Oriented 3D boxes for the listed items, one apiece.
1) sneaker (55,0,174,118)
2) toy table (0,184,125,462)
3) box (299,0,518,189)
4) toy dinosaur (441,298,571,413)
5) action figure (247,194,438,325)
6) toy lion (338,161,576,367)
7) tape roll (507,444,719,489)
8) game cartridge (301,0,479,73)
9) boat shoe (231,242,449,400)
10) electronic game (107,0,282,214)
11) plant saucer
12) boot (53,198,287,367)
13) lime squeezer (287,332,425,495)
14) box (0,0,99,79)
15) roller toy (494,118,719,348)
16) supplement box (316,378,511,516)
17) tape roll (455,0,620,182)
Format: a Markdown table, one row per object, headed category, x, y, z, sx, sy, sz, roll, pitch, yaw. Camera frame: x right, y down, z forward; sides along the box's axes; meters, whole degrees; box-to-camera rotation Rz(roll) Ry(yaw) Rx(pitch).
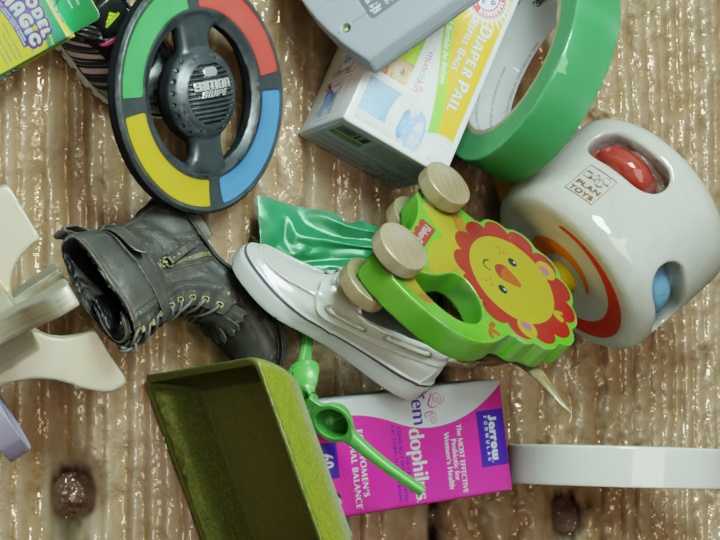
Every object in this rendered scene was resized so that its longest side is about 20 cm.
| category | x | y | z | sx | sy | sz | roll | pitch | yaw |
| --- | --- | --- | --- | --- | --- | --- | --- | --- | --- |
| sneaker | -0.212 | -0.200 | 1.676 | 0.200 | 0.087 | 0.074 | 41 | 71 | -17 |
| toy table | -0.282 | 0.037 | 1.586 | 0.117 | 0.184 | 0.201 | -32 | 112 | -7 |
| box | 0.047 | -0.189 | 1.787 | 0.112 | 0.101 | 0.201 | 28 | 75 | -20 |
| toy dinosaur | 0.116 | 0.064 | 1.744 | 0.101 | 0.200 | 0.059 | 11 | 100 | -18 |
| action figure | 0.000 | 0.000 | 1.776 | 0.199 | 0.055 | 0.119 | 4 | 82 | -21 |
| toy lion | 0.096 | 0.013 | 1.689 | 0.192 | 0.069 | 0.200 | 42 | 33 | -3 |
| tape roll | 0.229 | 0.174 | 1.788 | 0.202 | 0.203 | 0.037 | 3 | 85 | -24 |
| game cartridge | 0.006 | -0.267 | 1.734 | 0.133 | 0.041 | 0.201 | -32 | 58 | 2 |
| boat shoe | -0.013 | 0.029 | 1.679 | 0.200 | 0.072 | 0.066 | 37 | 115 | -2 |
| electronic game | -0.135 | -0.147 | 1.682 | 0.199 | 0.041 | 0.201 | -2 | 93 | -49 |
| plant saucer | -0.083 | 0.165 | 1.648 | 0.048 | 0.200 | 0.201 | -22 | 95 | -33 |
| boot | -0.157 | 0.030 | 1.645 | 0.200 | 0.069 | 0.174 | 53 | 28 | -2 |
| lime squeezer | -0.023 | 0.111 | 1.660 | 0.070 | 0.038 | 0.200 | 13 | 38 | -55 |
| box | -0.319 | -0.202 | 1.604 | 0.199 | 0.048 | 0.118 | -29 | 98 | 2 |
| roller toy | 0.220 | -0.031 | 1.809 | 0.140 | 0.182 | 0.201 | -38 | 102 | -22 |
| supplement box | 0.019 | 0.155 | 1.747 | 0.199 | 0.103 | 0.102 | -6 | 87 | -27 |
| tape roll | 0.152 | -0.178 | 1.780 | 0.048 | 0.200 | 0.201 | 25 | 76 | -20 |
